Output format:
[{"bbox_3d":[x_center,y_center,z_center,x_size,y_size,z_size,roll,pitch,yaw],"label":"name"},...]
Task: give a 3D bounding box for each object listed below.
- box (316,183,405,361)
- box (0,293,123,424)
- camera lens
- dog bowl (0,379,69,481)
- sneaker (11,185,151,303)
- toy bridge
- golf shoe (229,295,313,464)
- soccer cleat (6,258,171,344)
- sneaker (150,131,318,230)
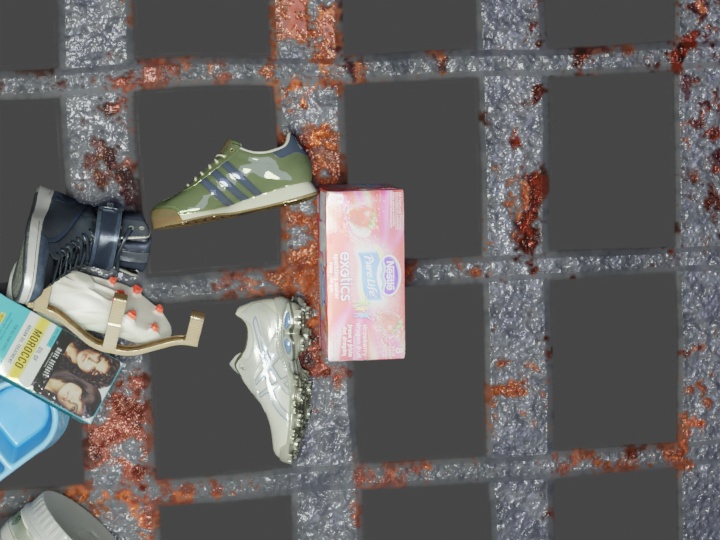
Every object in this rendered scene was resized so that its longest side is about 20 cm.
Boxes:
[{"bbox_3d":[0.000,0.000,1.700,0.094,0.103,0.202,-2,97,-7],"label":"box"},{"bbox_3d":[-0.379,0.094,1.644,0.199,0.049,0.083,31,76,-17],"label":"box"},{"bbox_3d":[-0.383,0.378,1.670,0.160,0.160,0.200,42,90,-10],"label":"camera lens"},{"bbox_3d":[-0.437,0.196,1.695,0.200,0.050,0.112,-36,101,-1],"label":"dog bowl"},{"bbox_3d":[-0.310,-0.018,1.614,0.145,0.203,0.077,18,121,-13],"label":"sneaker"},{"bbox_3d":[-0.282,0.060,1.644,0.199,0.027,0.068,13,105,-10],"label":"toy bridge"},{"bbox_3d":[-0.108,0.131,1.729,0.096,0.078,0.202,0,92,10],"label":"golf shoe"},{"bbox_3d":[-0.318,0.042,1.689,0.199,0.069,0.078,27,122,-16],"label":"soccer cleat"},{"bbox_3d":[-0.154,-0.109,1.690,0.199,0.067,0.091,-12,88,-4],"label":"sneaker"}]
